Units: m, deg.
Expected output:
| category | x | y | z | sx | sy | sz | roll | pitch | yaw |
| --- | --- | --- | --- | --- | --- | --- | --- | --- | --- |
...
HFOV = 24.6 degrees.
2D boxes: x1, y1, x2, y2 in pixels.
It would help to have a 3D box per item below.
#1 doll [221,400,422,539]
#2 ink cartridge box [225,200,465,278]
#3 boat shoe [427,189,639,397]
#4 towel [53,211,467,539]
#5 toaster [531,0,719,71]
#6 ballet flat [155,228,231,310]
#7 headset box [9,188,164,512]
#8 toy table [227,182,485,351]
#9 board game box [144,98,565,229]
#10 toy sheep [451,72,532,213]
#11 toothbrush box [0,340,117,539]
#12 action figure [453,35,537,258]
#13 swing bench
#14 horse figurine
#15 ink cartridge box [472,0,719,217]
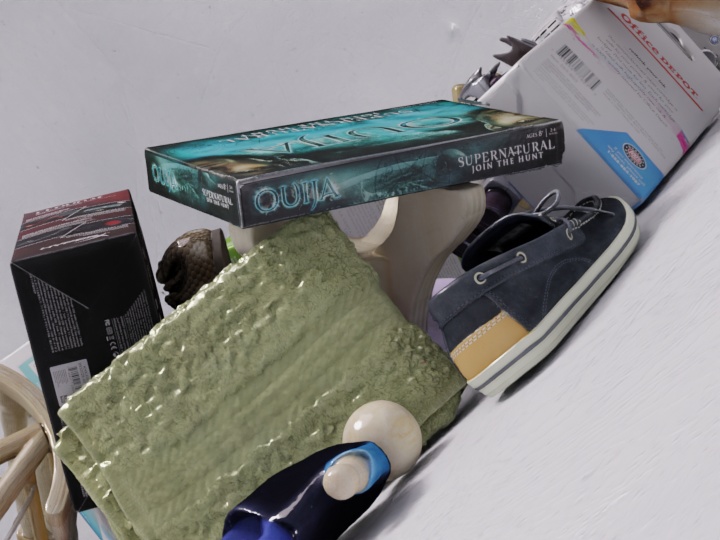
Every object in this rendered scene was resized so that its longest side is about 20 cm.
| category | x | y | z | sx | sy | sz | roll | pitch | yaw |
| --- | --- | --- | --- | --- | --- | --- | --- | --- | --- |
| doll | -0.040 | 0.125 | 0.762 | 0.200 | 0.049 | 0.136 | -43 | 3 | -36 |
| ink cartridge box | 0.004 | 0.001 | 1.160 | 0.076 | 0.148 | 0.200 | -18 | 15 | 37 |
| boat shoe | 0.091 | -0.003 | 0.853 | 0.075 | 0.062 | 0.200 | -43 | -1 | 34 |
| towel | -0.056 | 0.075 | 0.869 | 0.200 | 0.149 | 0.036 | -41 | -17 | 4 |
| toaster | 0.212 | -0.168 | 1.265 | 0.114 | 0.129 | 0.200 | -41 | 1 | -6 |
| ballet flat | -0.095 | 0.051 | 1.057 | 0.046 | 0.068 | 0.201 | -10 | -42 | -1 |
| headset box | -0.155 | 0.039 | 0.999 | 0.075 | 0.149 | 0.200 | -14 | 12 | -7 |
| toy table | 0.000 | 0.000 | 0.976 | 0.183 | 0.118 | 0.200 | 3 | 19 | 31 |
| board game box | -0.004 | -0.064 | 0.926 | 0.199 | 0.028 | 0.135 | -13 | 16 | -26 |
| toy sheep | 0.117 | -0.086 | 1.299 | 0.138 | 0.138 | 0.200 | -42 | 7 | -5 |
| toothbrush box | -0.171 | 0.130 | 1.184 | 0.085 | 0.147 | 0.200 | -36 | -17 | -19 |
| action figure | 0.125 | -0.088 | 1.158 | 0.070 | 0.130 | 0.200 | 111 | -179 | -47 |
| swing bench | -0.251 | 0.205 | 1.063 | 0.200 | 0.129 | 0.199 | -40 | -30 | -32 |
| horse figurine | 0.232 | -0.175 | 1.039 | 0.199 | 0.050 | 0.133 | 1 | 1 | -7 |
| ink cartridge box | 0.159 | -0.108 | 1.085 | 0.068 | 0.115 | 0.200 | -42 | -1 | 39 |
